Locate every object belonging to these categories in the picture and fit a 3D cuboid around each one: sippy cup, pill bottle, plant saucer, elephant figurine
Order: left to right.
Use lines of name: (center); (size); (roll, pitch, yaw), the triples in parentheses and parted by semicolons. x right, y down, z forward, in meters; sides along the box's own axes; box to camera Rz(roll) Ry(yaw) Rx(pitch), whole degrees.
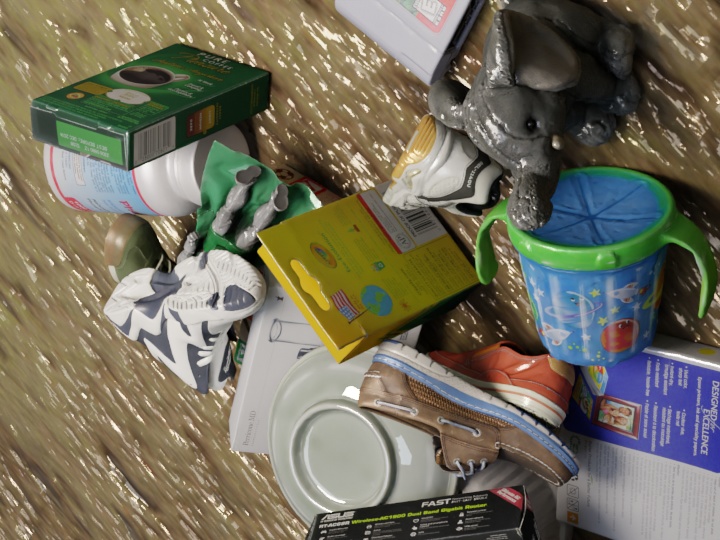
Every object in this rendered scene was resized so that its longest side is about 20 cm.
pill bottle: (-0.210, -0.109, 1.593); (0.200, 0.109, 0.109); (5, 113, 38)
plant saucer: (-0.008, 0.164, 1.445); (0.200, 0.050, 0.200); (6, 102, 29)
elephant figurine: (0.124, -0.137, 1.249); (0.155, 0.200, 0.142); (19, 121, 32)
sippy cup: (0.191, 0.003, 1.317); (0.178, 0.140, 0.130); (41, 146, 51)

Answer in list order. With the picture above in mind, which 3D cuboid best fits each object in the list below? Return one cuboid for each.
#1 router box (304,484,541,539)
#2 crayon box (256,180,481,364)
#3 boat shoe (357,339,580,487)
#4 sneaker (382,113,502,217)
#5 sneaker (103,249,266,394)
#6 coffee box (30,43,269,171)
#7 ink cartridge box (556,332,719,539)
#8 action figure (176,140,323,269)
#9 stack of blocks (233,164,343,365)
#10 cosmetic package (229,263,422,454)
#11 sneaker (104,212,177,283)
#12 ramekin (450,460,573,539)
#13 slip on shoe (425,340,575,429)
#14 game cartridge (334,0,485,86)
router box: (0.067, 0.275, 1.409); (0.200, 0.062, 0.150); (-10, 118, 17)
crayon box: (0.000, 0.000, 1.405); (0.127, 0.200, 0.051); (55, 133, 13)
boat shoe: (0.089, 0.139, 1.374); (0.200, 0.072, 0.072); (29, 167, 7)
sneaker: (0.073, -0.073, 1.353); (0.088, 0.200, 0.076); (29, 90, 1)
sneaker: (-0.136, 0.056, 1.508); (0.199, 0.080, 0.130); (-13, 131, 39)
coffee box: (-0.191, -0.154, 1.497); (0.123, 0.200, 0.044); (19, 122, 30)
ink cartridge box: (0.263, 0.152, 1.378); (0.200, 0.047, 0.198); (14, 116, 32)
action figure: (-0.126, -0.024, 1.518); (0.118, 0.055, 0.200); (35, 136, -1)
stack of blocks: (-0.068, 0.013, 1.567); (0.115, 0.059, 0.200); (31, 126, 25)
cosmetic package: (-0.034, 0.089, 1.522); (0.151, 0.052, 0.200); (8, 124, -10)
sneaker: (-0.192, 0.016, 1.631); (0.090, 0.067, 0.200); (21, 153, 18)
ramekin: (0.088, 0.229, 1.511); (0.200, 0.105, 0.200); (17, 119, 33)
slip on shoe: (0.123, 0.094, 1.433); (0.074, 0.061, 0.200); (36, 166, -25)
game cartridge: (0.054, -0.270, 1.359); (0.133, 0.041, 0.200); (43, 130, 20)
